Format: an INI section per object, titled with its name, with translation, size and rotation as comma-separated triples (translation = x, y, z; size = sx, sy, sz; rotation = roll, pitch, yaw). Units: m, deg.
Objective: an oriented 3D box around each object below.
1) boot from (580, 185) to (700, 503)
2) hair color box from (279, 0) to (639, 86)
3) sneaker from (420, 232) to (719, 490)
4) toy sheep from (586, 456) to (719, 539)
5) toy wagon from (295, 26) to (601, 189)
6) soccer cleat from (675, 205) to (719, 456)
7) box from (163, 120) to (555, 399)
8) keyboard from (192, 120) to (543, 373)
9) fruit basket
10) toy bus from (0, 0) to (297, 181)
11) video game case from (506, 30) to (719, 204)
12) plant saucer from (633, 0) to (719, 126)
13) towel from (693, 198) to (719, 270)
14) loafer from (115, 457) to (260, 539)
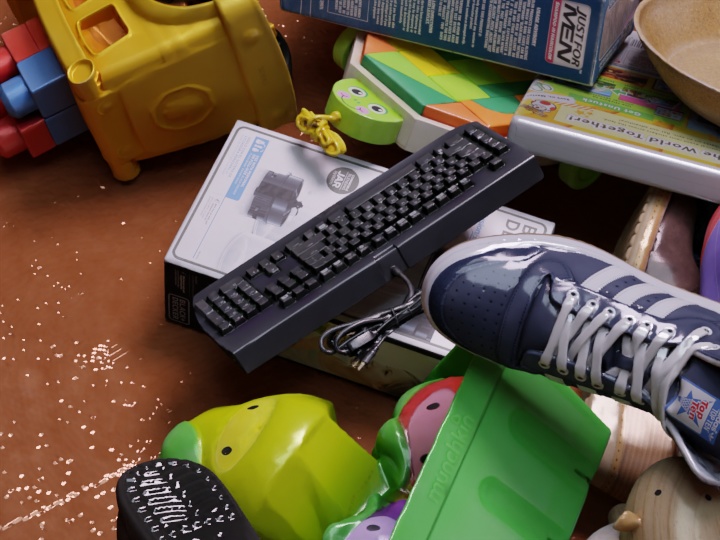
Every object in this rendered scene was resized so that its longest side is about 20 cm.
[boot]
translation = 0.211, 0.056, 1.186
size = 0.166, 0.072, 0.200
rotation = 17, 65, -3
[hair color box]
translation = 0.062, -0.177, 1.278
size = 0.199, 0.061, 0.100
rotation = 16, 32, 15
[sneaker]
translation = 0.128, 0.043, 1.012
size = 0.199, 0.070, 0.109
rotation = 16, 19, -7
[toy sheep]
translation = 0.152, 0.188, 1.030
size = 0.137, 0.201, 0.138
rotation = -3, 12, 1
[toy wagon]
translation = 0.050, -0.100, 1.265
size = 0.200, 0.040, 0.155
rotation = -9, 41, -42
[soccer cleat]
translation = 0.205, 0.048, 1.106
size = 0.067, 0.076, 0.201
rotation = 8, 71, -4
[box]
translation = 0.000, 0.000, 1.216
size = 0.200, 0.060, 0.117
rotation = 20, 54, 9
[keyboard]
translation = 0.011, -0.009, 1.134
size = 0.200, 0.021, 0.127
rotation = -34, 39, -13
[fruit basket]
translation = -0.001, 0.115, 1.089
size = 0.215, 0.156, 0.216
rotation = 11, 59, -18
[toy bus]
translation = -0.154, -0.155, 1.289
size = 0.192, 0.136, 0.200
rotation = -26, 56, -3
[video game case]
translation = 0.201, -0.089, 1.249
size = 0.199, 0.023, 0.182
rotation = 16, 29, 10
[plant saucer]
translation = 0.256, -0.115, 1.253
size = 0.200, 0.036, 0.200
rotation = 8, 29, -4
[towel]
translation = 0.290, -0.033, 1.272
size = 0.199, 0.049, 0.112
rotation = 4, 45, 0
[loafer]
translation = -0.062, 0.177, 1.012
size = 0.073, 0.071, 0.200
rotation = -7, 42, -25
